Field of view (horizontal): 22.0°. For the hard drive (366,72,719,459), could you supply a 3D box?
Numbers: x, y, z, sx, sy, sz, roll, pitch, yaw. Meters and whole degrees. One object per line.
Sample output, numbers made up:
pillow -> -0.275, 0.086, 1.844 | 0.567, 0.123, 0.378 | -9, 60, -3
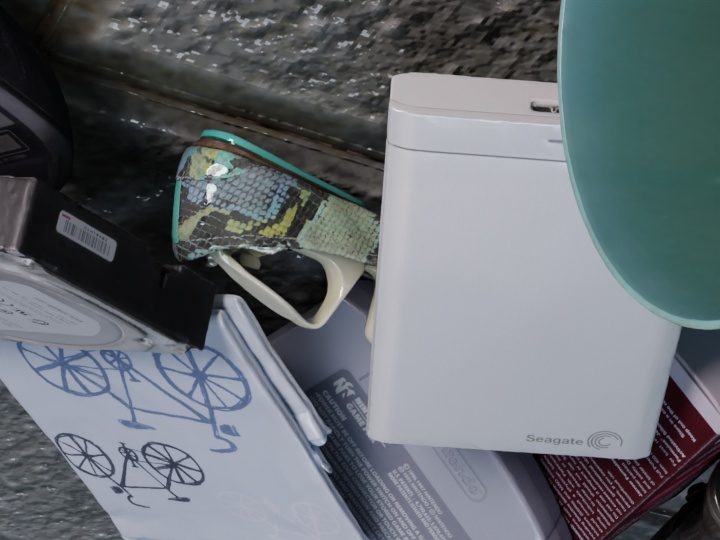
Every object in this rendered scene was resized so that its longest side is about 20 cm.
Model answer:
hard drive -> 0.072, 0.005, 0.782 | 0.131, 0.027, 0.201 | 4, 137, 0

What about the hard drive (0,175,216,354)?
hard drive -> -0.182, -0.002, 0.811 | 0.199, 0.038, 0.140 | 4, 163, 29

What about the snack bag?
snack bag -> -0.092, 0.080, 0.933 | 0.188, 0.021, 0.200 | 1, 136, 35

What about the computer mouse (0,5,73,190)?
computer mouse -> -0.178, -0.096, 0.719 | 0.138, 0.053, 0.200 | -9, 146, 22

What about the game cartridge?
game cartridge -> 0.021, 0.108, 0.950 | 0.133, 0.040, 0.200 | -31, 97, 36

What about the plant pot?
plant pot -> 0.184, -0.078, 0.624 | 0.160, 0.202, 0.201 | 2, 150, -25

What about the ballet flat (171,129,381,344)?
ballet flat -> 0.000, 0.000, 0.850 | 0.199, 0.075, 0.074 | 20, 143, -23

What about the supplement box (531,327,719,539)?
supplement box -> 0.154, 0.076, 0.935 | 0.109, 0.061, 0.200 | -28, 163, -34

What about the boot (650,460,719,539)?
boot -> 0.240, 0.104, 1.004 | 0.199, 0.069, 0.174 | -26, 165, -11
